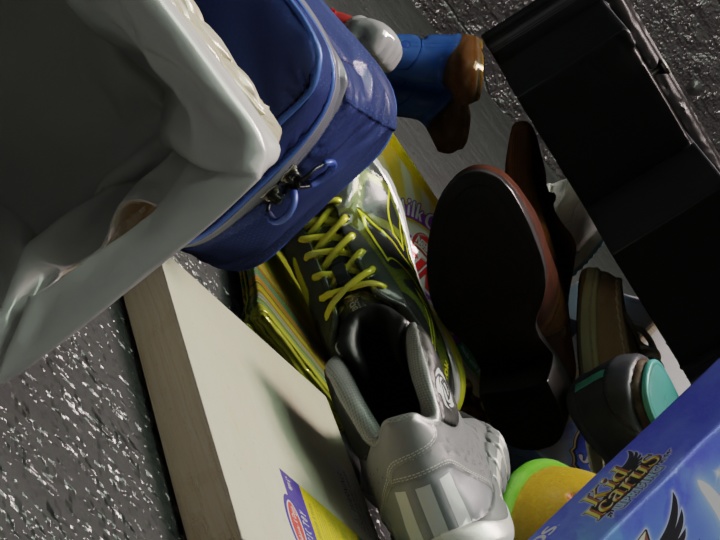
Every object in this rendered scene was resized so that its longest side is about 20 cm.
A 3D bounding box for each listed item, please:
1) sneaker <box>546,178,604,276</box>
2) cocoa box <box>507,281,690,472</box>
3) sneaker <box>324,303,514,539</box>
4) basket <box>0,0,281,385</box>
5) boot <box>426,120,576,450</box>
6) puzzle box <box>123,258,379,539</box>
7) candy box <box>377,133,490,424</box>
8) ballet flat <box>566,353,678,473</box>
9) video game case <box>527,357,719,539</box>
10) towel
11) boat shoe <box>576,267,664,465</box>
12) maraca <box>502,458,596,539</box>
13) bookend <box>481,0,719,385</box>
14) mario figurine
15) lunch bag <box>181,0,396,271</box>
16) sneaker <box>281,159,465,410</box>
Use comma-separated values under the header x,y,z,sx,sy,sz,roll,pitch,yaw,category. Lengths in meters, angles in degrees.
x,y,z,sx,sy,sz,roll,pitch,yaw,category
0.098,-0.020,1.283,0.081,0.200,0.077,49,20,-9,sneaker
0.187,0.128,1.272,0.200,0.131,0.133,49,-11,-18,cocoa box
0.023,0.063,0.901,0.200,0.075,0.116,-119,-173,-77,sneaker
-0.133,-0.079,0.686,0.200,0.135,0.123,52,7,-2,basket
0.097,-0.027,1.114,0.200,0.068,0.189,-75,146,-50,boot
-0.040,0.087,0.819,0.133,0.025,0.200,45,13,-35,puzzle box
0.035,0.020,1.147,0.102,0.026,0.200,-44,104,-37,candy box
0.176,0.128,1.092,0.200,0.073,0.073,56,8,-27,ballet flat
0.156,0.168,0.868,0.045,0.200,0.182,-2,-60,53,video game case
-0.045,0.013,1.068,0.086,0.018,0.200,54,8,-24,towel
0.170,0.091,1.142,0.073,0.063,0.202,-60,139,-73,boat shoe
0.101,0.182,0.914,0.137,0.107,0.200,41,40,-29,maraca
0.170,-0.060,1.119,0.200,0.092,0.199,56,8,-17,bookend
-0.028,-0.106,1.171,0.199,0.124,0.106,6,21,-3,mario figurine
-0.085,-0.096,0.898,0.200,0.136,0.132,49,10,21,lunch bag
0.000,0.000,1.040,0.200,0.074,0.085,60,7,0,sneaker
